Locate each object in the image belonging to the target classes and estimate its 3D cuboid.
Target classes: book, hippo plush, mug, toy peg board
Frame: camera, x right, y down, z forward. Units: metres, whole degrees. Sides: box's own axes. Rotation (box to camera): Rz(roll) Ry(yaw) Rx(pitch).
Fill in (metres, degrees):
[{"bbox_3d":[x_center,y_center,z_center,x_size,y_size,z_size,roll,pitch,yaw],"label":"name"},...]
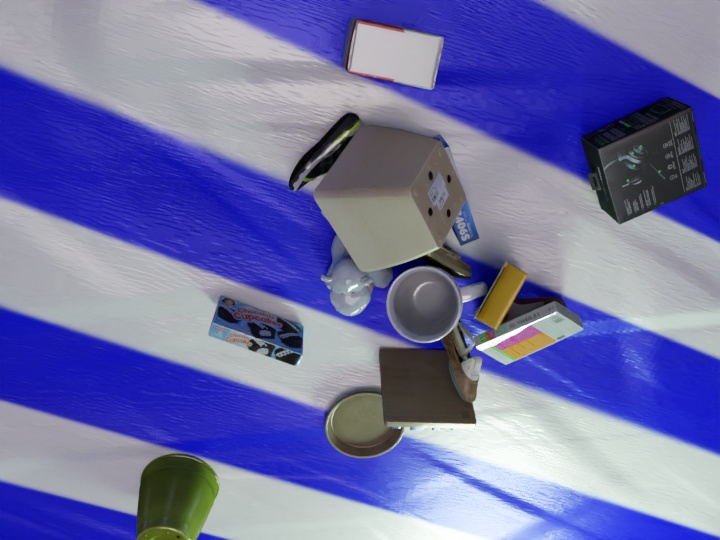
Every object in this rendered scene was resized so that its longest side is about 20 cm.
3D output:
[{"bbox_3d":[0.364,0.136,1.324,0.199,0.049,0.133,-29,144,31],"label":"book"},{"bbox_3d":[0.000,0.000,1.229,0.157,0.161,0.202,-1,120,-1],"label":"hippo plush"},{"bbox_3d":[0.163,0.059,1.252,0.198,0.175,0.150,-15,87,12],"label":"mug"},{"bbox_3d":[0.141,0.287,1.375,0.197,0.200,0.099,2,132,-5],"label":"toy peg board"}]

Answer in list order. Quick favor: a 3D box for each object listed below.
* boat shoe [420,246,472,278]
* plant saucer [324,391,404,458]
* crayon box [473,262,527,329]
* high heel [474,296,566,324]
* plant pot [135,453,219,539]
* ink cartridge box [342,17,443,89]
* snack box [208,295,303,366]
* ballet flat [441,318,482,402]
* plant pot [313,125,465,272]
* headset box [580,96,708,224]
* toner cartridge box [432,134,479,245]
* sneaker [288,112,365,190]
[{"bbox_3d":[0.156,-0.046,1.279,0.199,0.073,0.064,28,81,-11],"label":"boat shoe"},{"bbox_3d":[0.011,0.374,1.491,0.197,0.030,0.202,-1,116,-3],"label":"plant saucer"},{"bbox_3d":[0.287,0.050,1.244,0.051,0.200,0.127,30,97,13],"label":"crayon box"},{"bbox_3d":[0.360,0.095,1.374,0.197,0.096,0.068,-3,82,20],"label":"high heel"},{"bbox_3d":[-0.456,0.590,1.473,0.198,0.193,0.203,-1,116,-3],"label":"plant pot"},{"bbox_3d":[0.048,-0.373,1.037,0.145,0.200,0.084,8,112,-8],"label":"ink cartridge box"},{"bbox_3d":[-0.219,0.129,1.308,0.198,0.117,0.037,22,113,-14],"label":"snack box"},{"bbox_3d":[0.225,0.182,1.329,0.067,0.202,0.072,10,144,-41],"label":"ballet flat"},{"bbox_3d":[0.071,-0.131,1.094,0.176,0.201,0.201,3,139,39],"label":"plant pot"},{"bbox_3d":[0.554,-0.213,1.207,0.198,0.093,0.175,-25,115,9],"label":"headset box"},{"bbox_3d":[0.178,-0.159,1.207,0.043,0.095,0.202,-21,116,5],"label":"toner cartridge box"},{"bbox_3d":[-0.054,-0.212,1.179,0.200,0.072,0.083,-42,113,15],"label":"sneaker"}]
